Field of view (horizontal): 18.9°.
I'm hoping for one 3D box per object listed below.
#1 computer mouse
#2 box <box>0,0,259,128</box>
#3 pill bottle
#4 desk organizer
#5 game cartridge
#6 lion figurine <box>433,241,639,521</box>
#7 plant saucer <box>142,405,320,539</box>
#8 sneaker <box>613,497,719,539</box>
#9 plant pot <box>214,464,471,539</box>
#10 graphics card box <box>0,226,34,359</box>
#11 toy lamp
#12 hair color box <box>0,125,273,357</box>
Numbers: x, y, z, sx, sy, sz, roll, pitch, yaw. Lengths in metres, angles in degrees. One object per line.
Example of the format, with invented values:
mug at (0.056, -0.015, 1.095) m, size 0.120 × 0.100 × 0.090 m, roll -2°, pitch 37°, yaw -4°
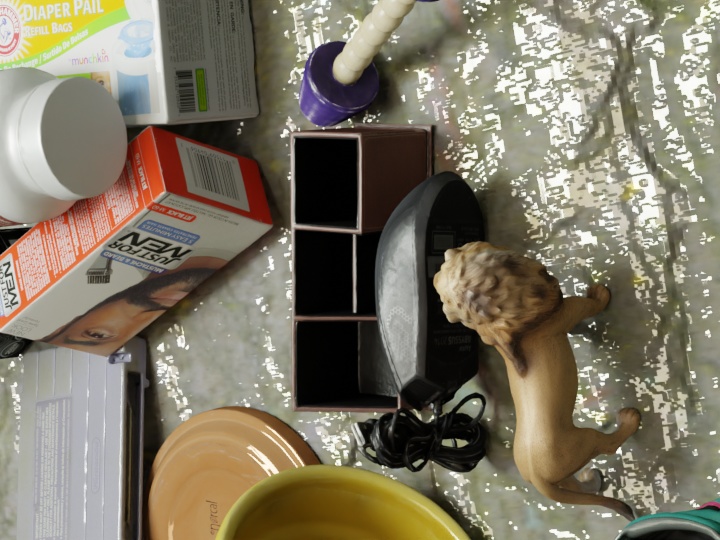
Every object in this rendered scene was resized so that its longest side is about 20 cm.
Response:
computer mouse at (0.038, 0.033, 1.460) m, size 0.052 × 0.138 × 0.202 m, roll 2°, pitch 87°, yaw 35°
box at (-0.186, -0.162, 1.628) m, size 0.199 × 0.101 × 0.114 m, roll -2°, pitch 95°, yaw 40°
pill bottle at (-0.266, -0.087, 1.570) m, size 0.199 × 0.112 × 0.113 m, roll -4°, pitch 92°, yaw 40°
desk organizer at (0.000, 0.000, 1.509) m, size 0.071 × 0.077 × 0.202 m, roll 5°, pitch 98°, yaw 39°
game cartridge at (-0.221, 0.159, 1.717) m, size 0.129 × 0.038 × 0.202 m, roll -12°, pitch 73°, yaw 44°
lion figurine at (0.117, 0.074, 1.392) m, size 0.072 × 0.122 × 0.202 m, roll -24°, pitch 80°, yaw 38°
plant saucer at (-0.095, 0.205, 1.642) m, size 0.199 × 0.032 × 0.203 m, roll 5°, pitch 97°, yaw 39°
sneaker at (0.184, 0.206, 1.353) m, size 0.200 × 0.120 × 0.084 m, roll -46°, pitch 67°, yaw 34°
plant pot at (-0.026, 0.271, 1.503) m, size 0.201 × 0.200 × 0.190 m, roll 46°, pitch 137°, yaw 26°
graphics card box at (-0.323, 0.024, 1.701) m, size 0.126 × 0.199 × 0.051 m, roll -47°, pitch 66°, yaw 31°
toy lamp at (0.007, -0.156, 1.465) m, size 0.059 × 0.058 × 0.200 m, roll 66°, pitch 152°, yaw 13°
hair color box at (-0.173, -0.017, 1.615) m, size 0.200 × 0.110 × 0.064 m, roll -36°, pitch 55°, yaw 33°
